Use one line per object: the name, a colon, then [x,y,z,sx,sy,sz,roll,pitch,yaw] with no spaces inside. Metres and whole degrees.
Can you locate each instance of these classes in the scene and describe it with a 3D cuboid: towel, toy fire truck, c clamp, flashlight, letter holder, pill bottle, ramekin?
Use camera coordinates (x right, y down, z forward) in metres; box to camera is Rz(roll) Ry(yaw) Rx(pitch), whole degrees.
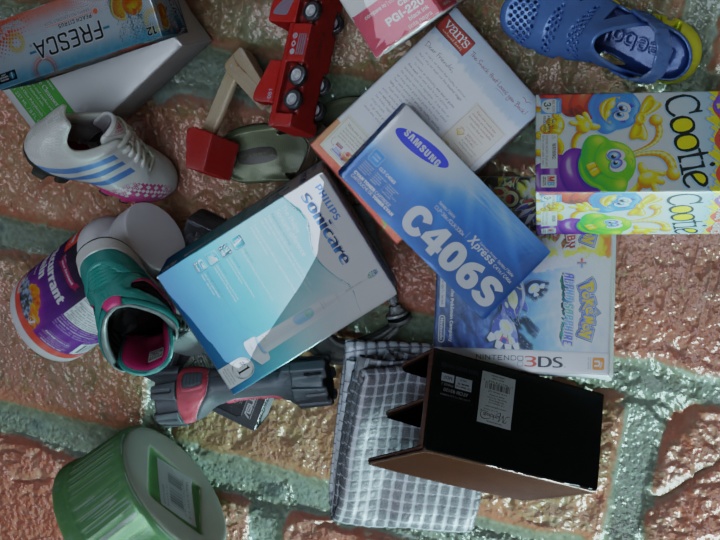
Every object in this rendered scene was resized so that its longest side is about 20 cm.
towel: [0.055,0.180,1.415,0.163,0.086,0.203,5,108,-7]
toy fire truck: [-0.100,-0.192,1.364,0.140,0.049,0.203,9,86,35]
c clamp: [0.000,0.000,1.404,0.169,0.027,0.202,-16,111,-8]
flashlight: [-0.125,0.130,1.434,0.197,0.068,0.069,-5,100,11]
letter holder: [0.123,0.163,1.339,0.198,0.142,0.102,16,69,-21]
pill bottle: [-0.284,0.010,1.448,0.199,0.111,0.112,-33,96,33]
ramekin: [-0.241,0.273,1.492,0.097,0.200,0.201,-38,94,14]

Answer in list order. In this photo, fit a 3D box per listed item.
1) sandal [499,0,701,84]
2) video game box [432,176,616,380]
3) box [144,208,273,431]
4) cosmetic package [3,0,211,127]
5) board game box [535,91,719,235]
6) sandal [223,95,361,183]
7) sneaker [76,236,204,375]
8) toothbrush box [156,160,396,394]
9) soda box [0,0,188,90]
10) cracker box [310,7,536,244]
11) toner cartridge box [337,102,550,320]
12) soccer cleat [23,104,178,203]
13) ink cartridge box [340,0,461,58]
sandal: [0.227,-0.228,1.267,0.198,0.087,0.080,15,112,13]
video game box: [0.166,0.006,1.337,0.180,0.047,0.203,1,83,13]
box: [-0.147,0.056,1.475,0.157,0.048,0.202,25,110,8]
cosmetic package: [-0.269,-0.221,1.407,0.199,0.085,0.108,-39,90,23]
board game box: [0.265,-0.100,1.252,0.197,0.103,0.106,0,69,8]
sandal: [-0.062,-0.126,1.391,0.199,0.057,0.081,-13,103,19]
sneaker: [-0.207,0.061,1.346,0.083,0.121,0.200,-33,137,13]
toothbrush box: [-0.082,0.005,1.341,0.199,0.085,0.147,-32,102,7]
soda box: [-0.276,-0.241,1.325,0.198,0.064,0.069,-13,98,22]
cracker box: [0.067,-0.142,1.320,0.200,0.058,0.134,-42,87,6]
toner cartridge box: [0.080,-0.057,1.273,0.200,0.043,0.095,44,95,-8]
soccer cleat: [-0.253,-0.121,1.377,0.086,0.199,0.070,-41,60,29]
ink cartridge box: [0.010,-0.319,1.266,0.084,0.146,0.201,-32,97,23]
